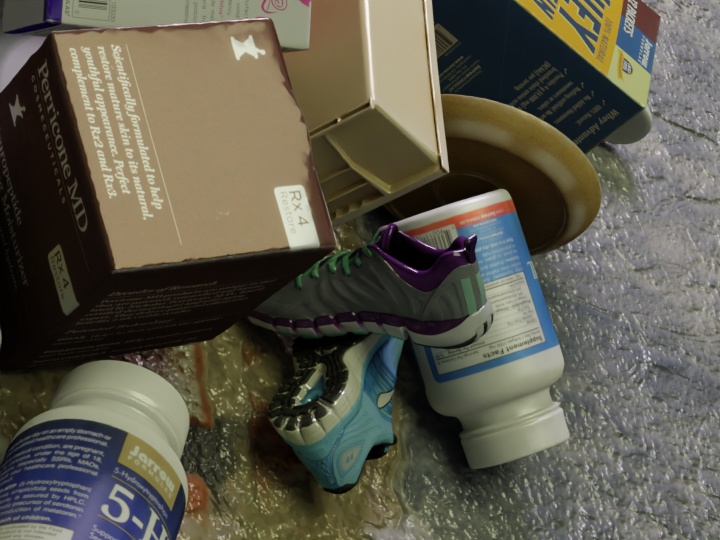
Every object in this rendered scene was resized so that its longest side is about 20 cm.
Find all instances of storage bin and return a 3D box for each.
[{"bbox_3d":[-0.047,-0.132,1.714,0.094,0.198,0.200,40,35,-42],"label":"storage bin"}]

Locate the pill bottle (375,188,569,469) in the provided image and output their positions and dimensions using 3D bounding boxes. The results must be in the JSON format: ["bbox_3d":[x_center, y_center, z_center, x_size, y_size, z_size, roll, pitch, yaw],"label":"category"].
[{"bbox_3d":[0.092,0.046,1.752,0.112,0.112,0.200,-18,91,-51],"label":"pill bottle"}]

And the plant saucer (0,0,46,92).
[{"bbox_3d":[-0.212,-0.132,1.636,0.200,0.050,0.200,12,64,-26],"label":"plant saucer"}]

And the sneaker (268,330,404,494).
[{"bbox_3d":[-0.010,0.096,1.675,0.090,0.078,0.200,67,27,-21],"label":"sneaker"}]

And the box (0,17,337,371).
[{"bbox_3d":[-0.147,-0.048,1.487,0.164,0.200,0.166,-7,73,-32],"label":"box"}]

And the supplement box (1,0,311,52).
[{"bbox_3d":[-0.142,-0.211,1.601,0.200,0.103,0.101,4,89,-27],"label":"supplement box"}]

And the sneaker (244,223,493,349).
[{"bbox_3d":[0.000,0.000,1.648,0.074,0.200,0.088,-53,141,-55],"label":"sneaker"}]

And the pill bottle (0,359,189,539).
[{"bbox_3d":[-0.172,0.154,1.400,0.120,0.120,0.200,36,39,-18],"label":"pill bottle"}]

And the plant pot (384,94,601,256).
[{"bbox_3d":[0.092,-0.067,1.803,0.200,0.200,0.028,32,56,-23],"label":"plant pot"}]

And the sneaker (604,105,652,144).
[{"bbox_3d":[0.194,-0.207,2.122,0.200,0.073,0.112,29,43,-24],"label":"sneaker"}]

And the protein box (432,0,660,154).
[{"bbox_3d":[0.109,-0.182,1.910,0.200,0.199,0.135,37,39,-18],"label":"protein box"}]
